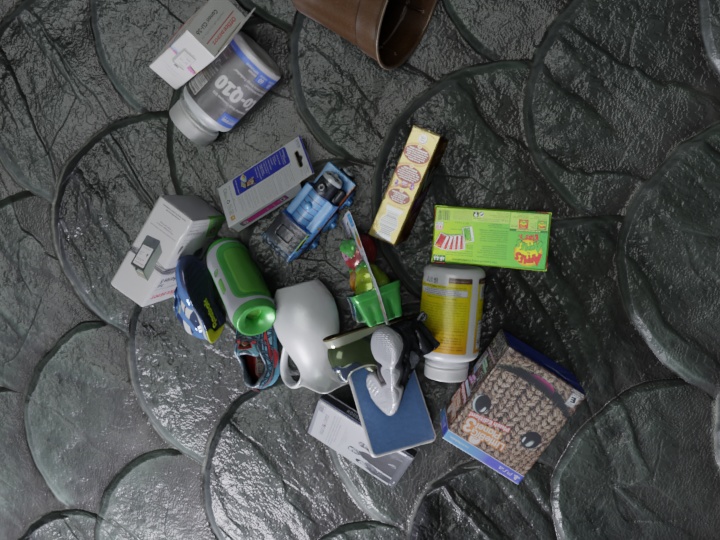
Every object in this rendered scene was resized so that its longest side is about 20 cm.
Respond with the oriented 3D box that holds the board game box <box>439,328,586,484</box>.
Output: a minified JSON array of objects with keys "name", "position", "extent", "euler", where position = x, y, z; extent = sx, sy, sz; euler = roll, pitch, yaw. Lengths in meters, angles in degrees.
[{"name":"board game box","position":[0.259,0.234,1.194],"extent":[0.159,0.097,0.200],"euler":[31,103,-3]}]

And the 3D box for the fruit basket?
[{"name":"fruit basket","position":[0.000,0.000,1.208],"extent":[0.094,0.185,0.200],"euler":[-26,92,-6]}]

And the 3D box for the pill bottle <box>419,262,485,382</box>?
[{"name":"pill bottle","position":[0.158,0.090,1.213],"extent":[0.109,0.109,0.200],"euler":[6,97,14]}]

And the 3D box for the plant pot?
[{"name":"plant pot","position":[0.003,-0.474,1.157],"extent":[0.198,0.200,0.200],"euler":[31,103,17]}]

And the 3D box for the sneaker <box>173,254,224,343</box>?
[{"name":"sneaker","position":[-0.327,0.056,1.324],"extent":[0.082,0.074,0.200],"euler":[12,130,24]}]

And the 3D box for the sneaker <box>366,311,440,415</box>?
[{"name":"sneaker","position":[0.076,0.156,1.158],"extent":[0.075,0.114,0.200],"euler":[39,143,36]}]

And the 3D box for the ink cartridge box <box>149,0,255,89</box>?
[{"name":"ink cartridge box","position":[-0.281,-0.413,1.217],"extent":[0.067,0.117,0.200],"euler":[41,147,-27]}]

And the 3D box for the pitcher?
[{"name":"pitcher","position":[-0.110,0.126,1.292],"extent":[0.171,0.121,0.200],"euler":[-12,93,42]}]

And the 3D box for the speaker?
[{"name":"speaker","position":[-0.223,0.026,1.272],"extent":[0.088,0.088,0.200],"euler":[-47,47,15]}]

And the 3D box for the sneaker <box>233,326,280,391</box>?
[{"name":"sneaker","position":[-0.201,0.133,1.319],"extent":[0.079,0.096,0.200],"euler":[-9,94,15]}]

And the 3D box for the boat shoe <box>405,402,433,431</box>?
[{"name":"boat shoe","position":[0.048,0.231,1.285],"extent":[0.201,0.063,0.074],"euler":[42,145,16]}]

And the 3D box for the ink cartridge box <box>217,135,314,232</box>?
[{"name":"ink cartridge box","position":[-0.174,-0.162,1.292],"extent":[0.200,0.037,0.095],"euler":[-31,61,18]}]

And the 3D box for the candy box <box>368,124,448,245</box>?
[{"name":"candy box","position":[0.086,-0.147,1.201],"extent":[0.056,0.117,0.200],"euler":[23,102,11]}]

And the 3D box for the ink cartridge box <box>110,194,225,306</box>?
[{"name":"ink cartridge box","position":[-0.366,-0.041,1.317],"extent":[0.084,0.145,0.200],"euler":[36,104,7]}]

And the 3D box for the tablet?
[{"name":"tablet","position":[0.050,0.222,1.232],"extent":[0.130,0.014,0.200],"euler":[-9,70,-22]}]

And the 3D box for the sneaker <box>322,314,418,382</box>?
[{"name":"sneaker","position":[0.029,0.141,1.226],"extent":[0.067,0.200,0.090],"euler":[-14,88,58]}]

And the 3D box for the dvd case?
[{"name":"dvd case","position":[-0.001,0.318,1.280],"extent":[0.200,0.025,0.150],"euler":[31,142,10]}]

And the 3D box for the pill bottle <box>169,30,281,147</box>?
[{"name":"pill bottle","position":[-0.253,-0.331,1.271],"extent":[0.200,0.114,0.114],"euler":[-42,85,16]}]

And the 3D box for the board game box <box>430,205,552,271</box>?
[{"name":"board game box","position":[0.229,-0.059,1.209],"extent":[0.200,0.048,0.102],"euler":[5,98,14]}]

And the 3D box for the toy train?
[{"name":"toy train","position":[-0.088,-0.106,1.253],"extent":[0.087,0.114,0.200],"euler":[42,105,6]}]
